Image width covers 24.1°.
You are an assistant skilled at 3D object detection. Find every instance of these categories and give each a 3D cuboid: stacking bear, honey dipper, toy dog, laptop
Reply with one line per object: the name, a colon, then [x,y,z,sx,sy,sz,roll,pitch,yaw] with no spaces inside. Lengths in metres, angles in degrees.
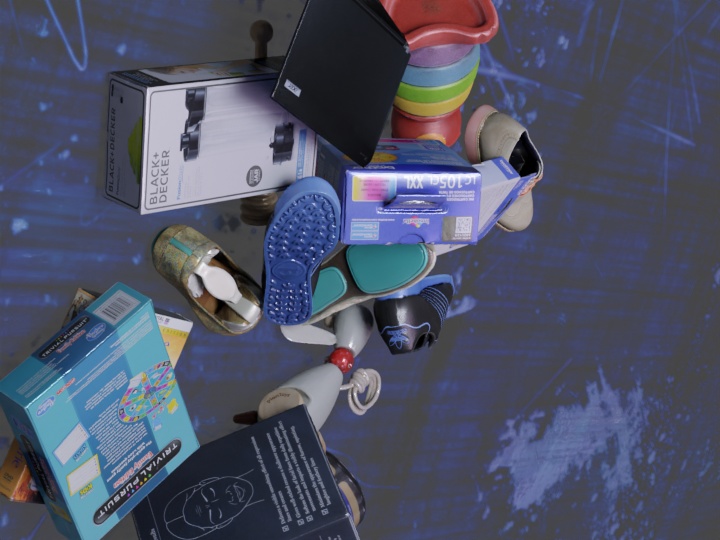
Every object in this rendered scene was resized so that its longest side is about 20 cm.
stacking bear: [0.069,-0.199,1.722,0.121,0.114,0.200,-7,140,-6]
honey dipper: [-0.096,-0.141,1.600,0.038,0.038,0.201,-24,126,-45]
toy dog: [-0.064,0.119,1.782,0.200,0.096,0.133,-43,136,-51]
laptop: [-0.041,-0.223,1.526,0.103,0.200,0.177,-38,149,12]

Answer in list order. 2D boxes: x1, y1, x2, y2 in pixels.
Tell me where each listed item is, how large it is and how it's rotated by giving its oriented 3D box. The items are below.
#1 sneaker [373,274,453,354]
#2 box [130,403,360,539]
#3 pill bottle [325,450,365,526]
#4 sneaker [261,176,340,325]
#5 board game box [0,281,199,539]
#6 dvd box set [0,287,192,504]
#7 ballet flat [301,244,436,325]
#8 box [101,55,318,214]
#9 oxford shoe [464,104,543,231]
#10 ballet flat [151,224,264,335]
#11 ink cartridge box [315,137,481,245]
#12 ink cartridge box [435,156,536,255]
sneaker: [0.059,0.048,1.839,0.200,0.070,0.078,-6,88,-71]
box: [-0.112,0.249,1.650,0.199,0.149,0.107,-21,137,-4]
pill bottle: [-0.096,0.284,1.801,0.200,0.112,0.112,-38,138,-34]
sneaker: [-0.061,-0.034,1.593,0.200,0.070,0.078,109,-16,-51]
board game box: [-0.233,0.133,1.515,0.151,0.047,0.201,-42,141,-29]
dvd box set: [-0.245,0.123,1.564,0.146,0.029,0.201,20,95,-57]
ballet flat: [0.000,0.000,1.712,0.062,0.199,0.068,-21,91,-59]
box: [-0.130,-0.123,1.504,0.199,0.060,0.117,-11,115,-41]
oxford shoe: [0.176,-0.105,1.957,0.071,0.074,0.200,-53,145,-19]
ballet flat: [-0.132,0.021,1.623,0.071,0.071,0.200,-57,146,-11]
ink cartridge box: [0.035,-0.075,1.631,0.136,0.200,0.077,0,107,-12]
ink cartridge box: [0.100,-0.065,1.871,0.200,0.042,0.119,-16,151,-46]
